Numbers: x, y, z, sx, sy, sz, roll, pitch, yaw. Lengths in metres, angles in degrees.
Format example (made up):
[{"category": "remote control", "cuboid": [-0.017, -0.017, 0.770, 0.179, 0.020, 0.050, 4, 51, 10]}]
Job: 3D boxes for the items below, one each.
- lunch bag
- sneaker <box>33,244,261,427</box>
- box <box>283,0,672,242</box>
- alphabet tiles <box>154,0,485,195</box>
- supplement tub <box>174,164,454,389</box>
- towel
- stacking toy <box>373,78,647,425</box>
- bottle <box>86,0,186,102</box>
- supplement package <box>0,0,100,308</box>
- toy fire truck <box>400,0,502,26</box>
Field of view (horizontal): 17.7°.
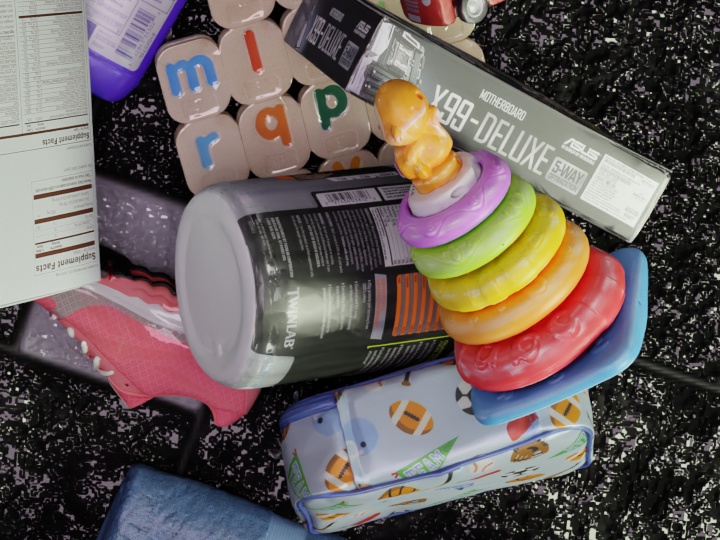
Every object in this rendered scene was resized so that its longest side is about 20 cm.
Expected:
[{"category": "lunch bag", "cuboid": [0.043, 0.104, 1.411, 0.199, 0.160, 0.076, -13, 76, 1]}, {"category": "sneaker", "cuboid": [-0.148, 0.039, 1.429, 0.199, 0.074, 0.087, 20, 99, -6]}, {"category": "box", "cuboid": [0.065, -0.096, 1.353, 0.199, 0.158, 0.050, 27, 98, -20]}, {"category": "alphabet tiles", "cuboid": [-0.022, -0.117, 1.418, 0.199, 0.015, 0.196, -17, 112, -8]}, {"category": "supplement tub", "cuboid": [0.000, 0.000, 1.379, 0.199, 0.122, 0.123, -6, 100, -28]}, {"category": "towel", "cuboid": [-0.075, 0.204, 1.470, 0.199, 0.049, 0.112, 22, 97, -5]}, {"category": "stacking toy", "cuboid": [0.063, -0.023, 1.259, 0.109, 0.116, 0.200, -24, 118, 26]}, {"category": "bottle", "cuboid": [-0.129, -0.204, 1.394, 0.083, 0.065, 0.200, 29, 97, -11]}, {"category": "supplement package", "cuboid": [-0.270, -0.085, 1.329, 0.191, 0.147, 0.201, 2, 99, 29]}, {"category": "toy fire truck", "cuboid": [0.099, -0.241, 1.376, 0.200, 0.049, 0.142, -26, 116, -25]}]
